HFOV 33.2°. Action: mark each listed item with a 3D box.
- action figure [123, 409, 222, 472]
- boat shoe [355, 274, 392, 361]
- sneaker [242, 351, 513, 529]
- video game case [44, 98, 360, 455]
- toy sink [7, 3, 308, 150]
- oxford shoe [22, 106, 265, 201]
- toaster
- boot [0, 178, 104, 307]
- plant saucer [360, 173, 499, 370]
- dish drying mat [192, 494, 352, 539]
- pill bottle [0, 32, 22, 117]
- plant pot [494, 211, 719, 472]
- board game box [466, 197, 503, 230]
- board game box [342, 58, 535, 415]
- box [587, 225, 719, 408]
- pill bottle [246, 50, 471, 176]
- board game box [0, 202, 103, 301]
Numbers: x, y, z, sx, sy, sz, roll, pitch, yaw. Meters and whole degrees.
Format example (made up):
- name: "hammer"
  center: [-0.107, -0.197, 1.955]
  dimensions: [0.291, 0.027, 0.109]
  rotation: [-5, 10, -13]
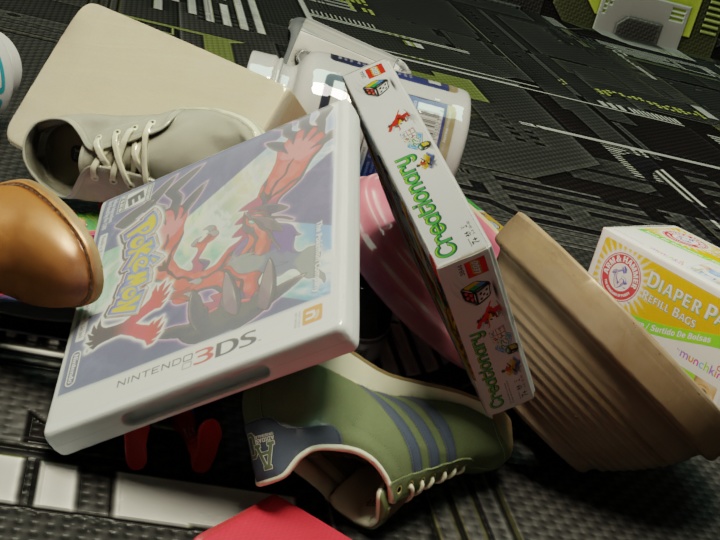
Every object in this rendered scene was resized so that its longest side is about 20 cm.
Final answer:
- name: "action figure"
  center: [-0.132, 0.050, 0.743]
  dimensions: [0.065, 0.052, 0.200]
  rotation: [2, 23, -22]
- name: "boat shoe"
  center: [0.000, 0.000, 0.933]
  dimensions: [0.070, 0.067, 0.200]
  rotation: [16, 21, 0]
- name: "sneaker"
  center: [0.011, 0.106, 0.688]
  dimensions: [0.200, 0.067, 0.090]
  rotation: [26, 53, -37]
- name: "video game case"
  center: [-0.084, -0.003, 0.686]
  dimensions: [0.181, 0.023, 0.201]
  rotation: [-21, 38, 17]
- name: "toy sink"
  center: [-0.149, -0.099, 0.943]
  dimensions: [0.199, 0.131, 0.112]
  rotation: [25, -10, 22]
- name: "oxford shoe"
  center: [-0.151, -0.075, 0.824]
  dimensions: [0.199, 0.076, 0.058]
  rotation: [5, 6, 27]
- name: "toaster"
  center: [-0.027, -0.163, 1.222]
  dimensions: [0.129, 0.114, 0.200]
  rotation: [20, -16, 1]
- name: "boot"
  center: [-0.257, -0.010, 0.663]
  dimensions: [0.199, 0.077, 0.155]
  rotation: [28, 31, 17]
- name: "plant saucer"
  center: [0.069, -0.005, 0.910]
  dimensions: [0.200, 0.051, 0.201]
  rotation: [37, 22, -17]
- name: "dish drying mat"
  center: [0.015, 0.171, 0.581]
  dimensions: [0.199, 0.018, 0.077]
  rotation: [25, 22, 25]
- name: "pill bottle"
  center: [-0.365, -0.158, 1.004]
  dimensions: [0.110, 0.111, 0.200]
  rotation: [20, 20, 10]
- name: "plant pot"
  center: [0.142, 0.064, 0.788]
  dimensions: [0.201, 0.093, 0.201]
  rotation: [45, 6, -6]
- name: "board game box"
  center: [0.015, -0.056, 1.122]
  dimensions: [0.199, 0.041, 0.153]
  rotation: [3, 24, -30]
- name: "board game box"
  center: [0.045, -0.025, 0.733]
  dimensions: [0.034, 0.127, 0.200]
  rotation: [-22, 42, 0]
- name: "box"
  center: [0.273, 0.052, 0.938]
  dimensions: [0.101, 0.113, 0.200]
  rotation: [-3, 27, -41]
- name: "pill bottle"
  center: [-0.010, -0.132, 1.080]
  dimensions: [0.199, 0.112, 0.111]
  rotation: [14, 21, -5]
- name: "board game box"
  center: [-0.218, -0.028, 0.828]
  dimensions: [0.157, 0.039, 0.200]
  rotation: [7, 19, 19]
